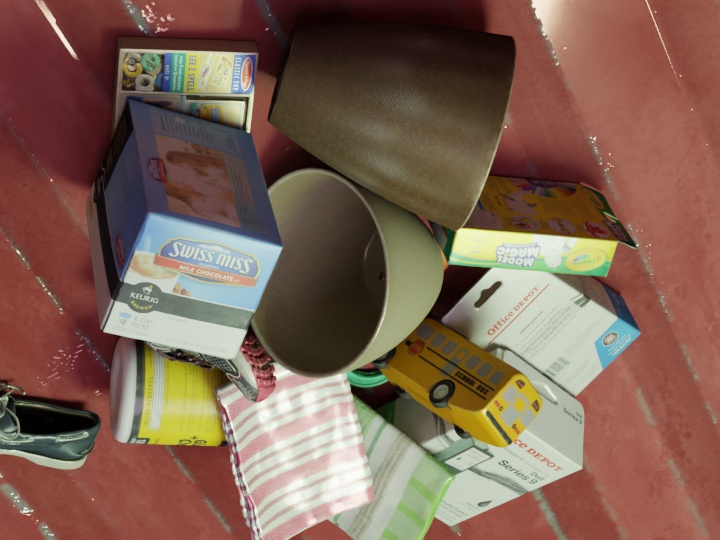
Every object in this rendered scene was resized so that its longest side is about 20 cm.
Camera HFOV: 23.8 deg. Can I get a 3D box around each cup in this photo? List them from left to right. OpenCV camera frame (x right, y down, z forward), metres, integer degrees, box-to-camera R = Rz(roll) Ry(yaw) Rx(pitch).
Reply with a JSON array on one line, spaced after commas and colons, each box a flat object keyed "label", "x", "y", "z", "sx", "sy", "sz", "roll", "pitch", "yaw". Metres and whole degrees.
[{"label": "cup", "x": 0.000, "y": 0.000, "z": 1.682, "sx": 0.143, "sy": 0.200, "sz": 0.201, "roll": -3, "pitch": 132, "yaw": -47}]

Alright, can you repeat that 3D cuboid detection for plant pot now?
[{"label": "plant pot", "x": 0.020, "y": -0.153, "z": 1.583, "sx": 0.198, "sy": 0.187, "sz": 0.188, "roll": 15, "pitch": 121, "yaw": -7}]

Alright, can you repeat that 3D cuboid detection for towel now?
[{"label": "towel", "x": -0.062, "y": 0.178, "z": 1.742, "sx": 0.145, "sy": 0.030, "sz": 0.202, "roll": -23, "pitch": 119, "yaw": -22}, {"label": "towel", "x": -0.006, "y": 0.217, "z": 1.835, "sx": 0.031, "sy": 0.199, "sz": 0.150, "roll": -27, "pitch": 146, "yaw": -53}]

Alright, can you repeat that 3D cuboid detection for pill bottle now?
[{"label": "pill bottle", "x": -0.155, "y": 0.125, "z": 1.763, "sx": 0.198, "sy": 0.112, "sz": 0.113, "roll": 4, "pitch": 124, "yaw": -15}]

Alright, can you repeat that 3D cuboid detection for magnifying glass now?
[{"label": "magnifying glass", "x": 0.042, "y": 0.046, "z": 1.811, "sx": 0.079, "sy": 0.022, "sz": 0.201, "roll": 22, "pitch": 116, "yaw": -26}]

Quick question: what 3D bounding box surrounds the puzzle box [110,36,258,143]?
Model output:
[{"label": "puzzle box", "x": -0.172, "y": -0.127, "z": 1.634, "sx": 0.132, "sy": 0.026, "sz": 0.201, "roll": -1, "pitch": 125, "yaw": -14}]

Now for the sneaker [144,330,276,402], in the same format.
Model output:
[{"label": "sneaker", "x": -0.164, "y": 0.065, "z": 1.682, "sx": 0.075, "sy": 0.200, "sz": 0.081, "roll": -53, "pitch": 160, "yaw": 3}]

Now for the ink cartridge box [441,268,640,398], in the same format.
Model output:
[{"label": "ink cartridge box", "x": 0.184, "y": 0.042, "z": 1.812, "sx": 0.199, "sy": 0.068, "sz": 0.116, "roll": 31, "pitch": 114, "yaw": -30}]

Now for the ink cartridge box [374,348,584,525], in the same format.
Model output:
[{"label": "ink cartridge box", "x": 0.123, "y": 0.183, "z": 1.848, "sx": 0.146, "sy": 0.085, "sz": 0.199, "roll": 34, "pitch": 134, "yaw": -30}]

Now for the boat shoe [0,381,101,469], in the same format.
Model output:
[{"label": "boat shoe", "x": -0.364, "y": 0.157, "z": 1.760, "sx": 0.199, "sy": 0.075, "sz": 0.062, "roll": 17, "pitch": 121, "yaw": -25}]

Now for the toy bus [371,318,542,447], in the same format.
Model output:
[{"label": "toy bus", "x": 0.091, "y": 0.109, "z": 1.743, "sx": 0.078, "sy": 0.200, "sz": 0.065, "roll": -47, "pitch": 128, "yaw": -10}]

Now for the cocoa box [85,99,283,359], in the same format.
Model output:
[{"label": "cocoa box", "x": -0.165, "y": -0.040, "z": 1.556, "sx": 0.132, "sy": 0.201, "sz": 0.132, "roll": 14, "pitch": 120, "yaw": -23}]

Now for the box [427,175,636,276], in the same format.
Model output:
[{"label": "box", "x": 0.170, "y": -0.047, "z": 1.714, "sx": 0.198, "sy": 0.118, "sz": 0.049, "roll": 3, "pitch": 122, "yaw": -16}]
